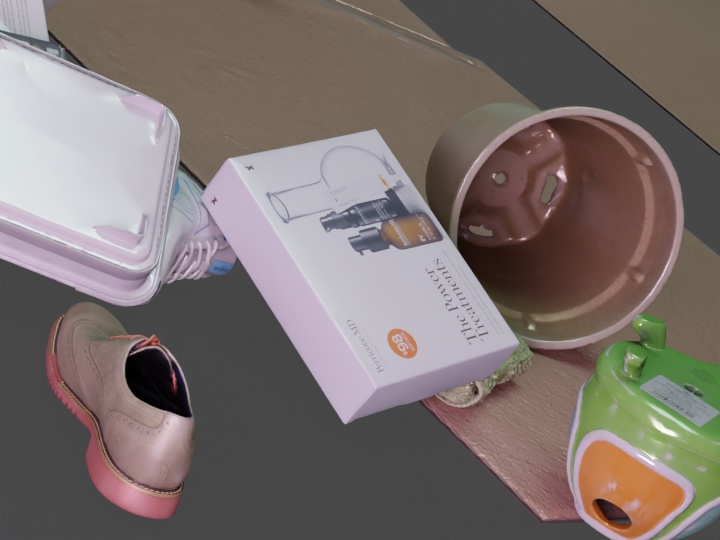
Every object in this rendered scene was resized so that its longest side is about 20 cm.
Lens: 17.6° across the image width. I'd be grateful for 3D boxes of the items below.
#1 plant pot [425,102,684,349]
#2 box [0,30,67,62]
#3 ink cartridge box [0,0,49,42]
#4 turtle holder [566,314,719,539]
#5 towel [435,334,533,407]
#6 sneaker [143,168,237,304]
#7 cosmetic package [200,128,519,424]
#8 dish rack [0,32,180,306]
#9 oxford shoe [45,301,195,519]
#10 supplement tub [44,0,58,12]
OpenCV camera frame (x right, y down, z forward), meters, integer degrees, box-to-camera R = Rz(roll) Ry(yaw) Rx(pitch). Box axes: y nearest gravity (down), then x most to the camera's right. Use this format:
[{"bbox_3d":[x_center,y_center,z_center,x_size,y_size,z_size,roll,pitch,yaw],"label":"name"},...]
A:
[{"bbox_3d":[0.142,-0.056,1.940,0.200,0.201,0.183,21,9,-20],"label":"plant pot"},{"bbox_3d":[-0.278,-0.092,1.544,0.200,0.049,0.162,12,52,-39],"label":"box"},{"bbox_3d":[-0.332,-0.203,1.647,0.200,0.084,0.146,5,62,-32],"label":"ink cartridge box"},{"bbox_3d":[0.210,0.116,1.650,0.141,0.132,0.186,23,19,-11],"label":"turtle holder"},{"bbox_3d":[0.029,0.031,1.761,0.200,0.037,0.148,33,19,14],"label":"towel"},{"bbox_3d":[-0.125,-0.021,1.636,0.087,0.075,0.200,34,20,-12],"label":"sneaker"},{"bbox_3d":[0.000,0.000,1.645,0.151,0.052,0.200,-16,65,-42],"label":"cosmetic package"},{"bbox_3d":[-0.206,-0.079,1.511,0.200,0.044,0.172,22,48,-19],"label":"dish rack"},{"bbox_3d":[-0.135,0.065,1.394,0.070,0.075,0.200,15,23,-31],"label":"oxford shoe"},{"bbox_3d":[-0.337,-0.306,1.944,0.200,0.145,0.145,36,21,21],"label":"supplement tub"}]
